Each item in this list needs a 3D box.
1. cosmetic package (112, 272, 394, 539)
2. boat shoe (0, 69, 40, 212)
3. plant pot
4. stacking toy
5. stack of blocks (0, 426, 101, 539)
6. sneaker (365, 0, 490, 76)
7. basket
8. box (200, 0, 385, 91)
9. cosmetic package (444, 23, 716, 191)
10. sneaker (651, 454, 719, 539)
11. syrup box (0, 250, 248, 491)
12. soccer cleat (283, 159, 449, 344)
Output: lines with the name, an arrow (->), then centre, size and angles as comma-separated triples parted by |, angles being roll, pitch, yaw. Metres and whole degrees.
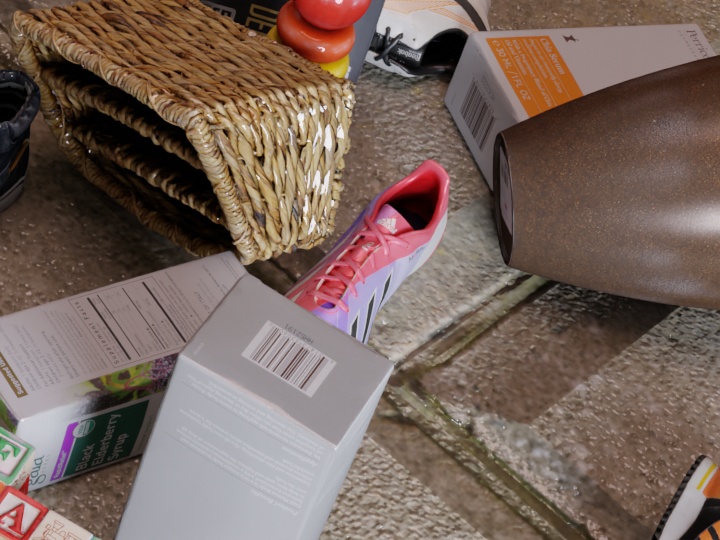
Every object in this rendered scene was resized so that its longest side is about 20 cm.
cosmetic package -> -0.067, 0.115, 1.413 | 0.106, 0.201, 0.090 | 30, 45, 6
boat shoe -> -0.277, -0.054, 1.575 | 0.071, 0.091, 0.200 | 32, 44, 11
plant pot -> 0.195, -0.057, 1.723 | 0.198, 0.188, 0.188 | -3, 46, -5
stacking toy -> -0.043, -0.134, 1.667 | 0.085, 0.201, 0.086 | 12, 41, -11
stack of blocks -> -0.227, 0.147, 1.402 | 0.199, 0.059, 0.115 | 30, 56, 8
sneaker -> 0.010, -0.187, 1.839 | 0.198, 0.074, 0.080 | 4, 47, -18
basket -> -0.125, -0.081, 1.610 | 0.199, 0.144, 0.148 | 30, 31, 35
box -> -0.055, -0.219, 1.751 | 0.156, 0.201, 0.050 | 17, 38, -6
cosmetic package -> 0.174, -0.121, 1.839 | 0.198, 0.072, 0.102 | -5, 49, -27
sneaker -> 0.214, 0.197, 1.536 | 0.089, 0.070, 0.200 | 26, 41, 9
syrup box -> -0.149, 0.062, 1.519 | 0.199, 0.079, 0.082 | -18, 56, -35
soccer cleat -> 0.000, 0.000, 1.643 | 0.066, 0.077, 0.200 | 31, 43, 10
